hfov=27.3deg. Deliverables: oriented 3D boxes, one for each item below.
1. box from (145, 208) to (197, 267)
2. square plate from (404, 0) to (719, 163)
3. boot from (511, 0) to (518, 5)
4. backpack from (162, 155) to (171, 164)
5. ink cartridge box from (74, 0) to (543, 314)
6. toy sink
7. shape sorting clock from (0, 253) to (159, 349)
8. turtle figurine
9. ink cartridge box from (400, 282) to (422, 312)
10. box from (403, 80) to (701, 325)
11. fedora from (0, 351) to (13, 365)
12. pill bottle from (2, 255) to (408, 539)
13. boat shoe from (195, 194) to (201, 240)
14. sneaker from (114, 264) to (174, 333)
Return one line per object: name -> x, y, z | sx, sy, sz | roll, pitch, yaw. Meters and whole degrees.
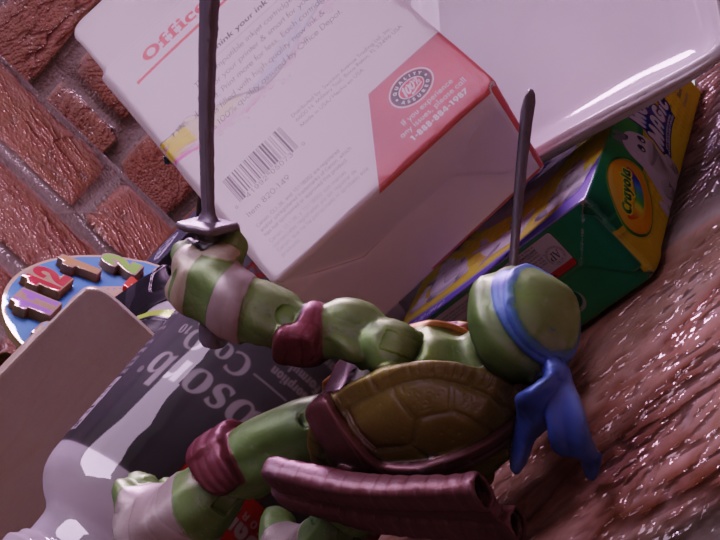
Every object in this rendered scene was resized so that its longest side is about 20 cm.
box -> -0.148, 0.020, 1.349 | 0.200, 0.104, 0.148 | -44, 9, 11
square plate -> 0.078, -0.126, 0.669 | 0.198, 0.028, 0.201 | -31, 47, 40
boot -> 0.084, -0.146, 0.769 | 0.144, 0.071, 0.202 | -22, 44, 46
backpack -> -0.048, -0.117, 0.937 | 0.176, 0.153, 0.200 | -48, 4, -3
ink cartridge box -> -0.030, -0.076, 0.641 | 0.116, 0.068, 0.200 | -42, 52, 0
toy sink -> -0.173, 0.113, 0.851 | 0.200, 0.130, 0.112 | -46, 9, 1
shape sorting clock -> -0.163, 0.039, 1.086 | 0.200, 0.199, 0.039 | -66, -9, -65
turtle figurine -> -0.004, 0.028, 0.538 | 0.144, 0.200, 0.194 | -10, -31, -53
ink cartridge box -> 0.000, 0.000, 0.877 | 0.116, 0.068, 0.200 | -52, 11, -31
box -> 0.092, -0.034, 0.675 | 0.117, 0.048, 0.200 | -39, 10, 33
fedora -> -0.209, 0.144, 1.035 | 0.081, 0.202, 0.201 | -10, 15, 5
pill bottle -> -0.067, 0.087, 0.657 | 0.200, 0.116, 0.116 | -51, 10, -23
boat shoe -> -0.048, -0.031, 0.766 | 0.074, 0.075, 0.201 | -70, 4, -63
sneaker -> -0.128, 0.041, 0.925 | 0.200, 0.072, 0.083 | -10, 39, 53
